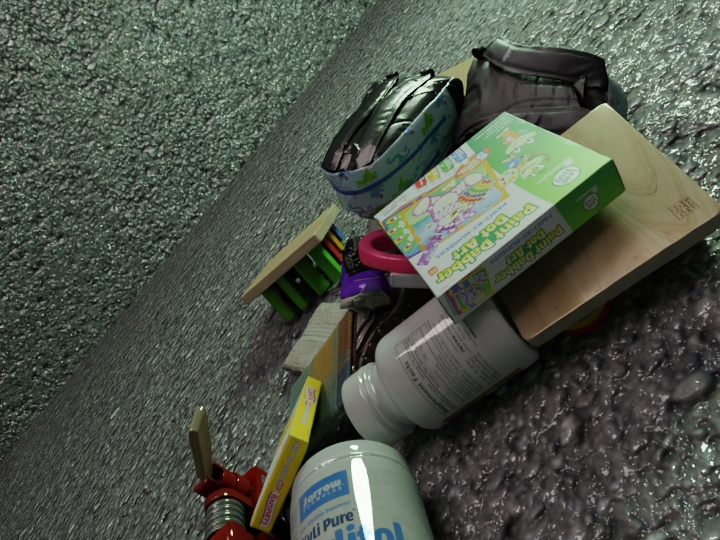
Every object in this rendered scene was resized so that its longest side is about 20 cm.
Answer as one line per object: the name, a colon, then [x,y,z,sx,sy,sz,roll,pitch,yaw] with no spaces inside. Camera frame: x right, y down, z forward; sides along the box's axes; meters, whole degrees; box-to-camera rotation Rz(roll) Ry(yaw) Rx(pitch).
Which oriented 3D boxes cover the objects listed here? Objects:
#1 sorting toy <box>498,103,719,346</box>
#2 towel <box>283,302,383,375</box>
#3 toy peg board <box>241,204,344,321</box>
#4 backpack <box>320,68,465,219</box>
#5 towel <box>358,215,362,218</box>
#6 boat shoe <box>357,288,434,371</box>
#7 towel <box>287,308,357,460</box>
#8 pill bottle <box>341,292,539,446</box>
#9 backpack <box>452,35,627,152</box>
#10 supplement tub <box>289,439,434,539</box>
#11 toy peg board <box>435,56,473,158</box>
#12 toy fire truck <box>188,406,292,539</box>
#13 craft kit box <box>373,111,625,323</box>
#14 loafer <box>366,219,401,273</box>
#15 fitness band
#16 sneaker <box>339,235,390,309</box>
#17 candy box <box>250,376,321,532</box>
sorting toy: [0.228,-0.041,0.595,0.198,0.069,0.202,-38,39,19]
towel: [-0.050,0.114,0.916,0.199,0.034,0.134,-4,50,58]
toy peg board: [-0.108,-0.007,1.136,0.199,0.098,0.200,-38,12,20]
backpack: [0.036,-0.167,0.785,0.161,0.156,0.200,10,41,36]
towel: [0.026,-0.194,0.969,0.146,0.029,0.204,164,113,-85]
boat shoe: [0.059,0.081,0.751,0.201,0.075,0.074,-57,-5,-21]
towel: [-0.053,0.166,0.774,0.201,0.021,0.148,-55,23,36]
pill bottle: [0.079,0.101,0.617,0.199,0.114,0.115,-40,26,19]
backpack: [0.230,-0.202,0.730,0.198,0.126,0.170,11,93,41]
supplement tub: [0.006,0.262,0.488,0.132,0.132,0.201,-43,26,12]
toy peg board: [0.153,-0.248,0.948,0.197,0.098,0.201,-22,33,18]
toy fire truck: [-0.146,0.272,0.646,0.129,0.200,0.176,-44,24,8]
craft kit box: [0.128,-0.067,0.598,0.199,0.049,0.198,-39,34,3]
loafer: [0.038,-0.055,0.968,0.200,0.069,0.071,-89,23,-70]
fitness band: [0.095,-0.023,0.724,0.196,0.038,0.144,2,24,9]
sneaker: [-0.001,0.000,0.821,0.200,0.068,0.101,174,91,-85]
candy box: [-0.079,0.198,0.655,0.200,0.026,0.104,-89,20,-84]
